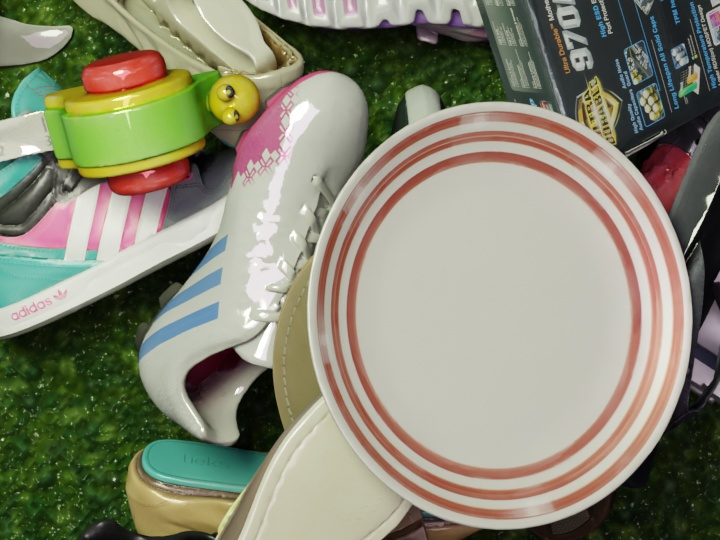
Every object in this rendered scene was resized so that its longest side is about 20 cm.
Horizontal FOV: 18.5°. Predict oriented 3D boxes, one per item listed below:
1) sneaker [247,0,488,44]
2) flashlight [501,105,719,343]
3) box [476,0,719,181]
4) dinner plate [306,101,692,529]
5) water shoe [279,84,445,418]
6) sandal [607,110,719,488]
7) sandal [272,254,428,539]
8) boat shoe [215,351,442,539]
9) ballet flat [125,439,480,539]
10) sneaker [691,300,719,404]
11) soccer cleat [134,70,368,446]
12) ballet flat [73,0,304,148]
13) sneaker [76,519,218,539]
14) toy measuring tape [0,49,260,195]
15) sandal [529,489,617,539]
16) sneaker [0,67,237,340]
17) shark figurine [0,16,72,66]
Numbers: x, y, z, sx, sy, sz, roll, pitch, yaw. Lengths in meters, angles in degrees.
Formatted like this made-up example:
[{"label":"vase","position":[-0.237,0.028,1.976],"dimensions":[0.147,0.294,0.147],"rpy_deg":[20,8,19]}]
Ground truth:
[{"label":"sneaker","position":[0.026,-0.155,1.161],"dimensions":[0.200,0.088,0.081],"rpy_deg":[6,83,10]},{"label":"flashlight","position":[0.132,-0.031,1.129],"dimensions":[0.200,0.068,0.068],"rpy_deg":[-41,90,-24]},{"label":"box","position":[0.127,-0.166,1.083],"dimensions":[0.159,0.046,0.200],"rpy_deg":[-30,111,-25]},{"label":"dinner plate","position":[0.065,0.021,1.038],"dimensions":[0.200,0.024,0.200],"rpy_deg":[1,88,-22]},{"label":"water shoe","position":[0.000,0.000,1.148],"dimensions":[0.079,0.072,0.200],"rpy_deg":[8,106,1]},{"label":"sandal","position":[0.166,0.017,1.100],"dimensions":[0.043,0.076,0.200],"rpy_deg":[22,96,28]},{"label":"sandal","position":[0.001,0.077,1.109],"dimensions":[0.078,0.070,0.212],"rpy_deg":[-6,106,2]},{"label":"boat shoe","position":[-0.031,0.124,1.048],"dimensions":[0.072,0.060,0.200],"rpy_deg":[31,85,-18]},{"label":"ballet flat","position":[-0.025,0.130,1.181],"dimensions":[0.200,0.069,0.063],"rpy_deg":[7,118,3]},{"label":"sneaker","position":[0.246,0.058,1.164],"dimensions":[0.200,0.076,0.081],"rpy_deg":[32,85,0]},{"label":"soccer cleat","position":[-0.042,-0.001,1.104],"dimensions":[0.070,0.086,0.200],"rpy_deg":[12,117,-41]},{"label":"ballet flat","position":[-0.102,-0.147,1.147],"dimensions":[0.200,0.069,0.069],"rpy_deg":[43,91,17]},{"label":"sneaker","position":[-0.063,0.181,1.138],"dimensions":[0.200,0.091,0.076],"rpy_deg":[9,45,10]},{"label":"toy measuring tape","position":[-0.147,-0.065,1.085],"dimensions":[0.200,0.074,0.074],"rpy_deg":[-11,90,6]},{"label":"sandal","position":[0.090,0.044,1.175],"dimensions":[0.082,0.055,0.200],"rpy_deg":[-35,73,38]},{"label":"sneaker","position":[-0.132,-0.059,1.167],"dimensions":[0.200,0.084,0.121],"rpy_deg":[-27,99,2]},{"label":"shark figurine","position":[-0.228,-0.175,1.164],"dimensions":[0.128,0.090,0.215],"rpy_deg":[-9,92,0]}]
